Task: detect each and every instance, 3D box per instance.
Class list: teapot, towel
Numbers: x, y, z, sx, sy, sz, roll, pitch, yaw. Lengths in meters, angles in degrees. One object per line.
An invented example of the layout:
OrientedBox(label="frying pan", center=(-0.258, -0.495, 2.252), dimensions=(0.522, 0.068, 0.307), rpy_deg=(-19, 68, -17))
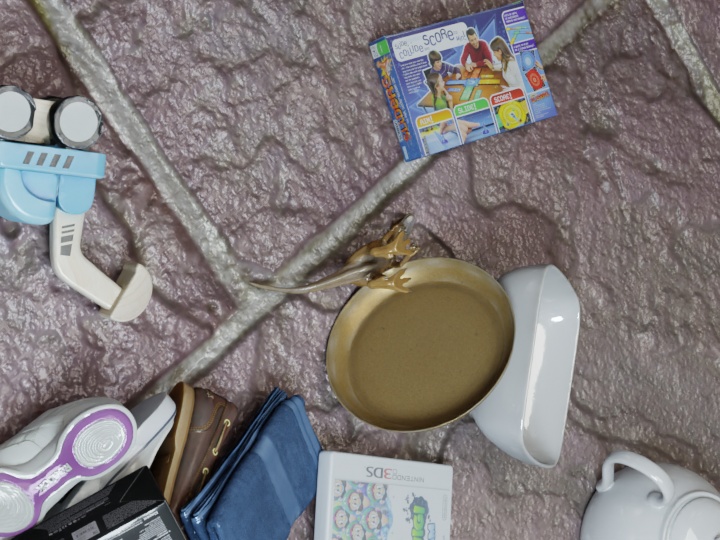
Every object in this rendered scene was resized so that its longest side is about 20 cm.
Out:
OrientedBox(label="teapot", center=(0.347, 0.299, 1.838), dimensions=(0.199, 0.146, 0.199), rpy_deg=(5, 80, -31))
OrientedBox(label="towel", center=(-0.097, 0.212, 1.588), dimensions=(0.200, 0.048, 0.112), rpy_deg=(-56, 134, -50))

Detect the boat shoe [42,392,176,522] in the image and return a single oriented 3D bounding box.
OrientedBox(label="boat shoe", center=(-0.227, 0.203, 1.533), dimensions=(0.066, 0.072, 0.200), rpy_deg=(46, 64, -20))

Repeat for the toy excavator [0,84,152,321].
OrientedBox(label="toy excavator", center=(-0.280, -0.060, 1.534), dimensions=(0.193, 0.100, 0.202), rpy_deg=(6, 93, -29))

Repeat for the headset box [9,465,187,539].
OrientedBox(label="headset box", center=(-0.205, 0.298, 1.479), dimensions=(0.148, 0.075, 0.201), rpy_deg=(-29, 117, -9))

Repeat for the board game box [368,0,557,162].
OrientedBox(label="board game box", center=(0.115, -0.208, 1.827), dimensions=(0.199, 0.034, 0.136), rpy_deg=(-18, 92, -33))

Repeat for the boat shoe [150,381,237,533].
OrientedBox(label="boat shoe", center=(-0.167, 0.207, 1.569), dimensions=(0.070, 0.070, 0.201), rpy_deg=(25, 72, -25))

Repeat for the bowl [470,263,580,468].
OrientedBox(label="bowl", center=(0.169, 0.101, 1.757), dimensions=(0.200, 0.074, 0.201), rpy_deg=(38, 59, -66))

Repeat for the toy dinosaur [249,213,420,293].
OrientedBox(label="toy dinosaur", center=(0.000, 0.000, 1.700), dimensions=(0.199, 0.106, 0.061), rpy_deg=(-27, 104, -39))

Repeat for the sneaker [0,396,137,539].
OrientedBox(label="sneaker", center=(-0.292, 0.179, 1.498), dimensions=(0.199, 0.100, 0.075), rpy_deg=(-29, 107, -9))

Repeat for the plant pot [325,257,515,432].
OrientedBox(label="plant pot", center=(0.063, 0.078, 1.682), dimensions=(0.201, 0.199, 0.028), rpy_deg=(-63, 149, -22))

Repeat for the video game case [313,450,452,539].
OrientedBox(label="video game case", center=(0.023, 0.289, 1.683), dimensions=(0.181, 0.024, 0.202), rpy_deg=(13, 76, -44))
